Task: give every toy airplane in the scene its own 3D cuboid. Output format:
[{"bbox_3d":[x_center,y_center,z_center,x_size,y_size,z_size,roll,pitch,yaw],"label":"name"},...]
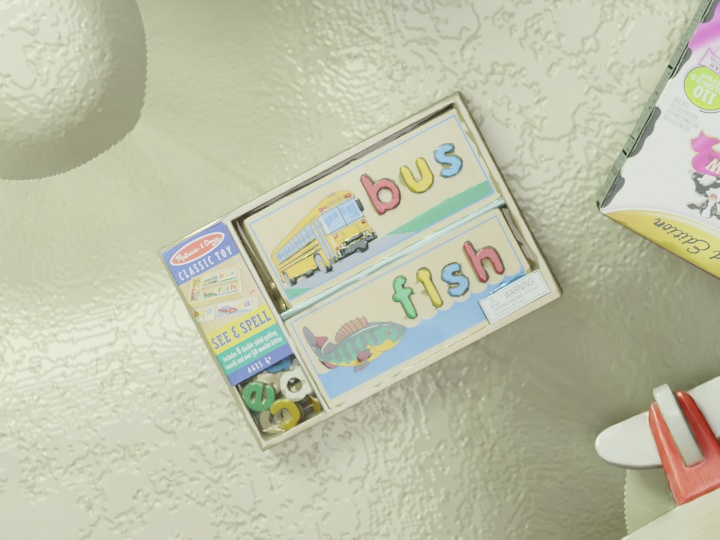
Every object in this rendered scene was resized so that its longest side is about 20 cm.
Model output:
[{"bbox_3d":[0.208,0.153,1.609,0.198,0.141,0.201,20,97,2],"label":"toy airplane"}]

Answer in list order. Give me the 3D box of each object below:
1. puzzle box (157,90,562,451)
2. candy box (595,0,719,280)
[{"bbox_3d":[0.000,0.000,1.665,0.199,0.025,0.134,-28,93,6],"label":"puzzle box"},{"bbox_3d":[0.236,-0.090,1.623,0.136,0.061,0.201,27,97,0],"label":"candy box"}]
